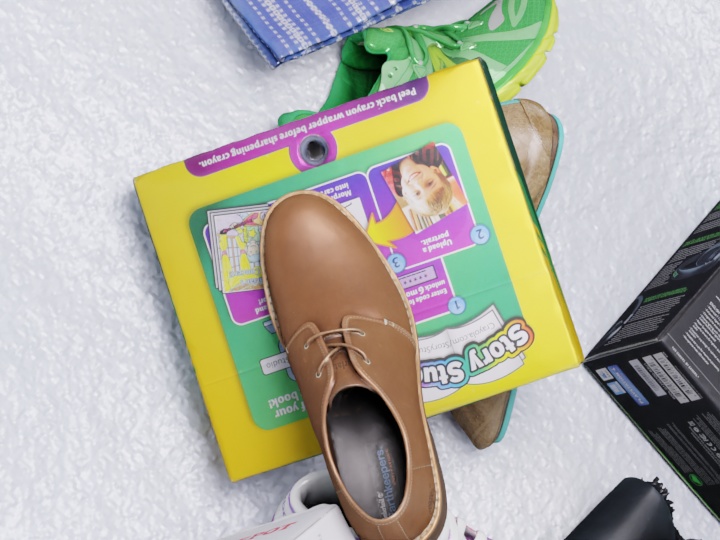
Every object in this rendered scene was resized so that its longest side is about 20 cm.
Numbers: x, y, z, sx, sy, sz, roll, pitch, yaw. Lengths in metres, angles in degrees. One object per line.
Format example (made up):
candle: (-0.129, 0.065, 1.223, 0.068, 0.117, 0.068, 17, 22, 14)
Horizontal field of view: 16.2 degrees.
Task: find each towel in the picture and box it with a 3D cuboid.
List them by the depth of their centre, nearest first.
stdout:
towel: (-0.007, -0.208, 1.444, 0.199, 0.024, 0.145, -28, 75, -27)

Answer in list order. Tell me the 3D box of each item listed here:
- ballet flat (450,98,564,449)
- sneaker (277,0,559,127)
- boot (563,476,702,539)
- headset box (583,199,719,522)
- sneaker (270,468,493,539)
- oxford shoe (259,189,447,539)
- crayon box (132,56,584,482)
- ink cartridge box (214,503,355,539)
ballet flat: (0.060, 0.000, 1.417, 0.072, 0.068, 0.201, 5, 105, -23)
sneaker: (0.036, -0.113, 1.442, 0.200, 0.074, 0.084, -39, 103, -25)
boot: (0.157, 0.237, 1.439, 0.168, 0.076, 0.201, -33, 90, -23)
headset box: (0.264, 0.042, 1.514, 0.174, 0.093, 0.200, 47, 65, -11)
sneaker: (0.049, 0.160, 1.344, 0.199, 0.114, 0.073, 14, 58, -2)
oxford shoe: (-0.005, 0.043, 1.287, 0.071, 0.071, 0.201, -22, 71, 5)
crayon box: (0.000, 0.000, 1.364, 0.199, 0.058, 0.174, -18, 91, 7)
ink cartridge box: (-0.096, 0.205, 1.247, 0.200, 0.147, 0.086, -31, 97, -50)
